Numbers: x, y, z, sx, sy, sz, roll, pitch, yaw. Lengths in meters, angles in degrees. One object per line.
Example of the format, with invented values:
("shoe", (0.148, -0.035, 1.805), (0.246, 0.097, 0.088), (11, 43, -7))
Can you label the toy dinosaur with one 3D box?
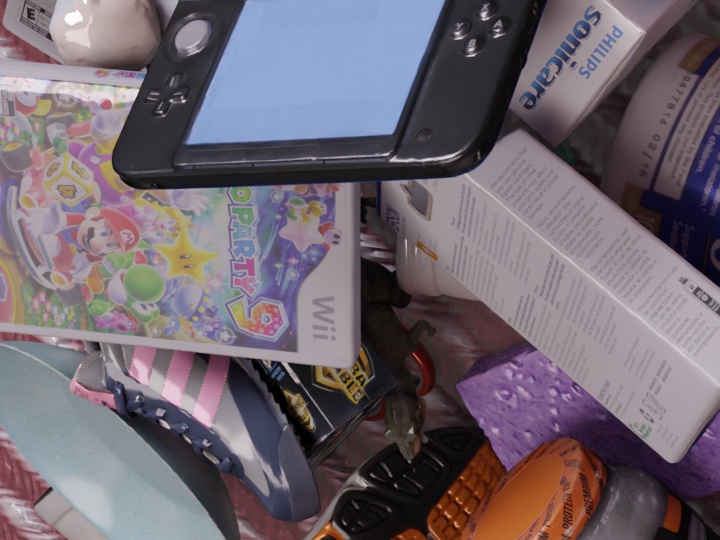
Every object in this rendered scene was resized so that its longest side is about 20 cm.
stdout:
("toy dinosaur", (0.000, 0.000, 1.481), (0.047, 0.088, 0.200), (-26, 99, 39))

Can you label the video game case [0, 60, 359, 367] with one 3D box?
("video game case", (-0.099, -0.028, 1.339), (0.199, 0.018, 0.144), (6, 119, 10))

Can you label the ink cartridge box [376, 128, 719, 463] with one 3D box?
("ink cartridge box", (0.095, -0.001, 1.309), (0.200, 0.043, 0.196), (41, 170, 8))

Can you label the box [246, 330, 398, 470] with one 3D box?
("box", (-0.062, 0.030, 1.479), (0.159, 0.046, 0.200), (54, 162, 6))

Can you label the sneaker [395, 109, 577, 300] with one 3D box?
("sneaker", (0.068, -0.075, 1.415), (0.088, 0.075, 0.200), (8, 124, 10))

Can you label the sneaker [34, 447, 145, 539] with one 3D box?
("sneaker", (-0.117, 0.124, 1.651), (0.085, 0.073, 0.200), (46, 143, -3))

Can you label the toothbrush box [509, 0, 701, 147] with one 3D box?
("toothbrush box", (0.067, -0.175, 1.291), (0.200, 0.146, 0.085), (42, 132, 5))

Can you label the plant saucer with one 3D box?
("plant saucer", (-0.129, 0.101, 1.526), (0.201, 0.039, 0.201), (37, 158, 18))

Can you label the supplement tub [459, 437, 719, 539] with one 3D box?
("supplement tub", (0.151, 0.185, 1.447), (0.200, 0.123, 0.122), (40, 133, -15))

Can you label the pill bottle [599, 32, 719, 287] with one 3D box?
("pill bottle", (0.223, -0.025, 1.299), (0.200, 0.120, 0.120), (22, 127, 21))

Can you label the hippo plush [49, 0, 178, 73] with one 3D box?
("hippo plush", (-0.076, -0.185, 1.387), (0.161, 0.159, 0.200), (-61, 35, 22))

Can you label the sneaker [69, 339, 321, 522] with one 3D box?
("sneaker", (-0.102, 0.061, 1.424), (0.200, 0.082, 0.070), (52, 161, 12))

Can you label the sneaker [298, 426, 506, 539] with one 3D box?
("sneaker", (-0.008, 0.158, 1.525), (0.076, 0.200, 0.092), (51, 167, -2))

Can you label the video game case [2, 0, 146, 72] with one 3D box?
("video game case", (-0.113, -0.178, 1.493), (0.143, 0.018, 0.200), (32, 130, 13))

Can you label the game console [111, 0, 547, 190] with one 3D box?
("game console", (-0.028, -0.137, 1.207), (0.200, 0.171, 0.118), (-1, 144, 34))

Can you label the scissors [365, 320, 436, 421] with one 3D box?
("scissors", (-0.041, 0.007, 1.565), (0.200, 0.014, 0.073), (45, 134, 3))

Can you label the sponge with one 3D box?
("sponge", (0.153, 0.070, 1.464), (0.200, 0.030, 0.112), (-25, 101, 40))
